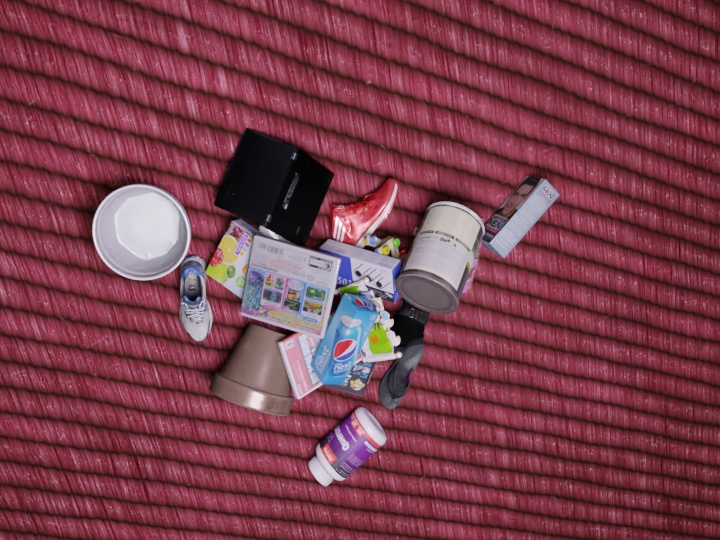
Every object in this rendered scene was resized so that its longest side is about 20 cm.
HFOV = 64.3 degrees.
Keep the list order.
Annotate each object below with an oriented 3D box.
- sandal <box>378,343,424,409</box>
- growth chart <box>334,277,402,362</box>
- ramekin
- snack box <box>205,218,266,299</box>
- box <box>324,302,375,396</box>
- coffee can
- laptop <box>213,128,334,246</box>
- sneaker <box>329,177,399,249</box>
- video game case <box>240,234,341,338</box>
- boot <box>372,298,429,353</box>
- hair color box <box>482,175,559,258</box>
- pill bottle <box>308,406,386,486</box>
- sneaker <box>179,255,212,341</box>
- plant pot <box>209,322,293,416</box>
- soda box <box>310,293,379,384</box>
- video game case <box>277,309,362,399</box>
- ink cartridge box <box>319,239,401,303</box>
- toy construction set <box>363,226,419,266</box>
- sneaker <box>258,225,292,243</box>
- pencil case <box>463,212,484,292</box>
[{"bbox_3d":[0.103,0.272,1.478,0.074,0.048,0.204,19,104,-13],"label":"sandal"},{"bbox_3d":[0.018,0.115,1.302,0.018,0.144,0.203,-17,82,-43],"label":"growth chart"},{"bbox_3d":[-0.464,-0.091,1.239,0.195,0.105,0.205,-3,106,-11],"label":"ramekin"},{"bbox_3d":[-0.233,-0.002,1.293,0.198,0.053,0.144,34,107,4],"label":"snack box"},{"bbox_3d":[-0.050,0.193,1.428,0.196,0.050,0.202,18,100,-16],"label":"box"},{"bbox_3d":[0.178,-0.028,1.267,0.145,0.146,0.202,35,62,-18],"label":"coffee can"},{"bbox_3d":[-0.192,-0.185,1.298,0.199,0.115,0.190,28,83,-45],"label":"laptop"},{"bbox_3d":[-0.001,-0.146,1.335,0.114,0.078,0.202,30,96,-18],"label":"sneaker"},{"bbox_3d":[-0.154,0.035,1.246,0.196,0.024,0.186,15,104,6],"label":"video game case"},{"bbox_3d":[0.111,0.103,1.382,0.078,0.210,0.161,25,106,26],"label":"boot"},{"bbox_3d":[0.381,-0.134,1.403,0.060,0.099,0.201,40,94,-18],"label":"hair color box"},{"bbox_3d":[-0.036,0.454,1.466,0.199,0.113,0.113,-42,108,1],"label":"pill bottle"},{"bbox_3d":[-0.384,0.074,1.309,0.075,0.085,0.205,-6,106,-10],"label":"sneaker"},{"bbox_3d":[-0.233,0.223,1.339,0.197,0.200,0.178,21,83,-16],"label":"plant pot"},{"bbox_3d":[-0.037,0.154,1.272,0.063,0.068,0.203,8,118,-36],"label":"soda box"},{"bbox_3d":[-0.089,0.189,1.341,0.198,0.017,0.146,-27,110,-32],"label":"video game case"},{"bbox_3d":[0.000,0.000,1.313,0.044,0.197,0.095,-45,140,-40],"label":"ink cartridge box"},{"bbox_3d":[0.098,-0.041,1.363,0.198,0.091,0.134,-21,98,-37],"label":"toy construction set"},{"bbox_3d":[-0.175,-0.027,1.333,0.071,0.073,0.203,-26,107,-2],"label":"sneaker"},{"bbox_3d":[0.247,-0.044,1.409,0.081,0.086,0.205,-1,104,-31],"label":"pencil case"}]
